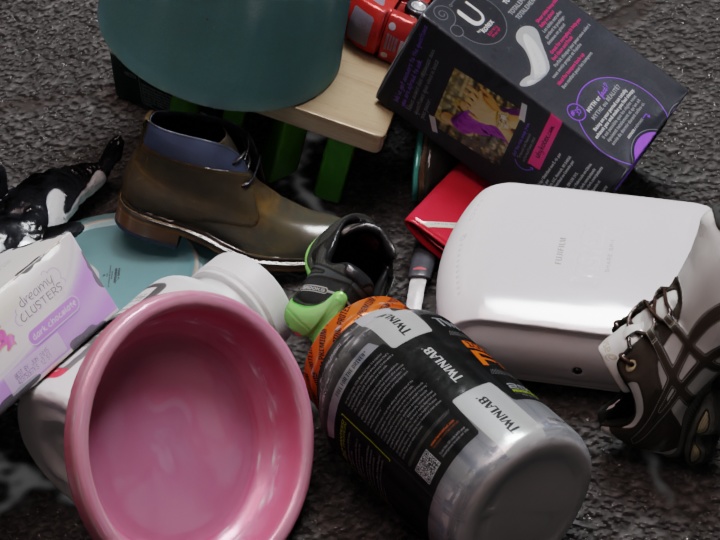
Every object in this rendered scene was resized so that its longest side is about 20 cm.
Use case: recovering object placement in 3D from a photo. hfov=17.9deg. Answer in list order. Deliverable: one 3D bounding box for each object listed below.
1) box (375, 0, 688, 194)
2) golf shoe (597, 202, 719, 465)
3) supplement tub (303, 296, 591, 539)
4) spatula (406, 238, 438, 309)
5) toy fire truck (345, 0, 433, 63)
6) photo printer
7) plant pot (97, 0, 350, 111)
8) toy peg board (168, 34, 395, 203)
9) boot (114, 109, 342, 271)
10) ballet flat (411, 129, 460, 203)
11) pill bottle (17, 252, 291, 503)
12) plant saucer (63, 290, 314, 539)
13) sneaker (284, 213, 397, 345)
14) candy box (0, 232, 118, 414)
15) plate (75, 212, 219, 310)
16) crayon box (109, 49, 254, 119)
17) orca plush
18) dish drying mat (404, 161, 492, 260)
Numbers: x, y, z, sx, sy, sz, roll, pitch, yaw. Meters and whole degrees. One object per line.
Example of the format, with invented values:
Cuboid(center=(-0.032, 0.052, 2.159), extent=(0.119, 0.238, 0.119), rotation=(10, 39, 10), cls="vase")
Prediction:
Cuboid(center=(0.134, -0.139, 1.796), extent=(0.200, 0.106, 0.122), rotation=(38, 49, 4), cls="box")
Cuboid(center=(0.212, 0.044, 1.553), extent=(0.094, 0.201, 0.078), rotation=(6, 29, -1), cls="golf shoe")
Cuboid(center=(0.054, 0.108, 1.560), extent=(0.122, 0.123, 0.200), rotation=(-27, 45, -23), cls="supplement tub")
Cuboid(center=(0.043, 0.021, 1.743), extent=(0.056, 0.021, 0.201), rotation=(1, 40, 11), cls="spatula")
Cuboid(center=(0.010, -0.259, 1.908), extent=(0.140, 0.049, 0.200), rotation=(23, 41, 6), cls="toy fire truck")
Cuboid(center=(0.156, 0.011, 1.694), extent=(0.198, 0.070, 0.167), rotation=(7, 45, 10), cls="photo printer")
Cuboid(center=(-0.093, -0.249, 1.772), extent=(0.199, 0.162, 0.201), rotation=(11, 40, -9), cls="plant pot")
Cuboid(center=(-0.064, -0.160, 1.883), extent=(0.199, 0.098, 0.200), rotation=(19, 40, 1), cls="toy peg board")
Cuboid(center=(-0.088, -0.062, 1.778), extent=(0.198, 0.098, 0.075), rotation=(9, 31, -3), cls="boot")
Cuboid(center=(0.073, -0.126, 1.881), extent=(0.068, 0.068, 0.201), rotation=(2, 40, -3), cls="ballet flat")
Cuboid(center=(-0.140, 0.074, 1.633), extent=(0.110, 0.111, 0.200), rotation=(24, 48, 31), cls="pill bottle")
Cuboid(center=(-0.121, 0.115, 1.539), extent=(0.051, 0.201, 0.200), rotation=(-7, 28, 50), cls="plant saucer")
Cuboid(center=(0.000, 0.000, 1.691), extent=(0.077, 0.084, 0.200), rotation=(36, 19, -8), cls="sneaker")
Cuboid(center=(-0.294, 0.059, 1.628), extent=(0.199, 0.072, 0.168), rotation=(-12, 24, 50), cls="candy box")
Cuboid(center=(-0.191, 0.009, 1.783), extent=(0.198, 0.026, 0.201), rotation=(-3, 41, 3), cls="plate")
Cuboid(center=(-0.106, -0.203, 2.003), extent=(0.126, 0.051, 0.200), rotation=(24, 48, 31), cls="crayon box")
Cuboid(center=(-0.261, -0.058, 1.810), extent=(0.105, 0.071, 0.200), rotation=(-1, 32, 49), cls="orca plush")
Cuboid(center=(0.116, -0.071, 1.824), extent=(0.077, 0.018, 0.200), rotation=(37, 52, 9), cls="dish drying mat")
